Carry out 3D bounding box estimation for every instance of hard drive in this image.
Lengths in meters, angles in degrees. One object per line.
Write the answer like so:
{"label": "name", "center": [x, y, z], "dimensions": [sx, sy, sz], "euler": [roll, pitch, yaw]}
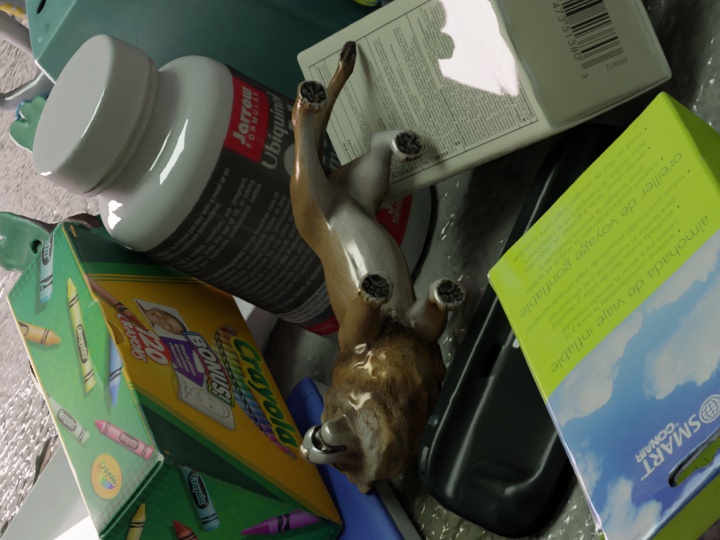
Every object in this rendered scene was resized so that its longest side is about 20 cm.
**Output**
{"label": "hard drive", "center": [-0.029, 0.154, 1.383], "dimensions": [0.132, 0.025, 0.200], "euler": [-59, 25, 13]}

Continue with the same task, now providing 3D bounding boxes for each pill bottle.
{"label": "pill bottle", "center": [-0.070, -0.048, 1.441], "dimensions": [0.111, 0.199, 0.111], "euler": [-42, 34, 38]}

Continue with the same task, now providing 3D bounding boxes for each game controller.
{"label": "game controller", "center": [0.091, 0.026, 1.263], "dimensions": [0.104, 0.042, 0.201], "euler": [21, 87, 51]}

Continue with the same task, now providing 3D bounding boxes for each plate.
{"label": "plate", "center": [-0.126, 0.097, 1.565], "dimensions": [0.199, 0.032, 0.200], "euler": [-29, 24, 50]}

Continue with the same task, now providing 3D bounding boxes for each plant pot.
{"label": "plant pot", "center": [-0.084, -0.133, 1.546], "dimensions": [0.141, 0.199, 0.142], "euler": [-53, 27, 22]}

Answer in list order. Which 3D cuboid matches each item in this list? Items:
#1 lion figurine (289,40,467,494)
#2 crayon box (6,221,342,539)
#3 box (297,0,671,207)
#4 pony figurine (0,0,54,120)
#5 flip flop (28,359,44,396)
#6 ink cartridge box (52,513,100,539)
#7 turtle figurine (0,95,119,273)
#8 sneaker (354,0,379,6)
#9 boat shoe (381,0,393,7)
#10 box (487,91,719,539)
{"label": "lion figurine", "center": [0.000, 0.000, 1.334], "dimensions": [0.123, 0.072, 0.201], "euler": [113, 152, -59]}
{"label": "crayon box", "center": [-0.098, 0.070, 1.382], "dimensions": [0.058, 0.119, 0.200], "euler": [-51, 39, 19]}
{"label": "box", "center": [0.056, -0.100, 1.328], "dimensions": [0.200, 0.078, 0.095], "euler": [-18, 97, 62]}
{"label": "pony figurine", "center": [-0.162, -0.140, 1.762], "dimensions": [0.193, 0.200, 0.167], "euler": [-28, 34, 29]}
{"label": "flip flop", "center": [-0.165, 0.055, 1.586], "dimensions": [0.058, 0.081, 0.200], "euler": [-67, 15, -7]}
{"label": "ink cartridge box", "center": [-0.140, 0.241, 1.432], "dimensions": [0.136, 0.076, 0.201], "euler": [-37, 42, 56]}
{"label": "turtle figurine", "center": [-0.133, -0.044, 1.597], "dimensions": [0.100, 0.200, 0.151], "euler": [-5, 85, 29]}
{"label": "sneaker", "center": [-0.002, -0.196, 1.475], "dimensions": [0.083, 0.071, 0.200], "euler": [-55, 15, 5]}
{"label": "boat shoe", "center": [0.078, -0.145, 1.417], "dimensions": [0.062, 0.072, 0.200], "euler": [-31, 13, -24]}
{"label": "box", "center": [0.131, 0.029, 1.132], "dimensions": [0.122, 0.048, 0.200], "euler": [-47, 35, 20]}
